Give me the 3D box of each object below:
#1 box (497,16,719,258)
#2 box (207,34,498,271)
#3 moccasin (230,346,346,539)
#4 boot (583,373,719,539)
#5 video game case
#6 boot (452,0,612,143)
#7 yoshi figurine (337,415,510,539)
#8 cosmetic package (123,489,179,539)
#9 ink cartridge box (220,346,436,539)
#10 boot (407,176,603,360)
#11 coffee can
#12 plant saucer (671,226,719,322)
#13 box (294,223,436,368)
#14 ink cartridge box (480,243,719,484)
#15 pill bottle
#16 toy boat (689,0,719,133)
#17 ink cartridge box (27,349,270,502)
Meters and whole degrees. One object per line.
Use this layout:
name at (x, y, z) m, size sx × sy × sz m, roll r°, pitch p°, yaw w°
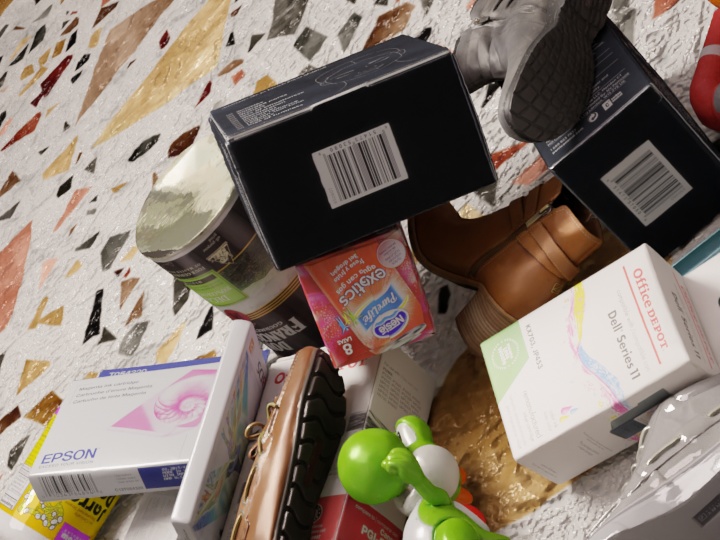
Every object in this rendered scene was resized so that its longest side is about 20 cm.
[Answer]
box at (0.210, -0.126, 1.329) m, size 0.107 × 0.148 × 0.200 m, roll -41°, pitch 35°, yaw 14°
box at (-0.013, -0.107, 1.348) m, size 0.200 × 0.124 × 0.197 m, roll -22°, pitch 16°, yaw -4°
moccasin at (-0.063, 0.157, 1.306) m, size 0.078 × 0.074 × 0.202 m, roll -4°, pitch 64°, yaw 34°
boot at (0.219, 0.155, 1.129) m, size 0.200 × 0.074 × 0.096 m, roll -37°, pitch 29°, yaw 5°
video game case at (-0.114, 0.175, 1.413) m, size 0.022 × 0.182 × 0.200 m, roll 7°, pitch 57°, yaw 13°
boot at (0.125, -0.164, 1.283) m, size 0.131 × 0.070 × 0.200 m, roll -17°, pitch 35°, yaw 44°
yoshi figurine at (0.037, 0.195, 1.240) m, size 0.112 × 0.112 × 0.200 m, roll -35°, pitch 41°, yaw 12°
cosmetic package at (-0.183, 0.263, 1.508) m, size 0.082 × 0.051 × 0.200 m, roll -2°, pitch 56°, yaw 45°
ink cartridge box at (-0.027, 0.172, 1.381) m, size 0.147 × 0.083 × 0.200 m, roll -16°, pitch 47°, yaw 40°
boot at (0.125, -0.037, 1.383) m, size 0.155 × 0.077 × 0.200 m, roll -50°, pitch 36°, yaw 26°
coffee can at (-0.099, -0.021, 1.545) m, size 0.146 × 0.200 × 0.147 m, roll -31°, pitch 38°, yaw 28°
plant saucer at (0.254, 0.025, 1.249) m, size 0.200 × 0.019 × 0.070 m, roll -41°, pitch 34°, yaw 17°
box at (0.000, 0.000, 1.390) m, size 0.095 × 0.100 × 0.200 m, roll -20°, pitch 15°, yaw 2°
ink cartridge box at (0.200, 0.063, 1.203) m, size 0.200 × 0.067 × 0.117 m, roll -34°, pitch 48°, yaw 22°
pill bottle at (-0.313, 0.240, 1.636) m, size 0.104 × 0.104 × 0.200 m, roll 13°, pitch 68°, yaw 54°
toy boat at (0.326, -0.216, 1.292) m, size 0.130 × 0.131 × 0.200 m, roll -7°, pitch 53°, yaw 46°
ink cartridge box at (-0.202, 0.137, 1.542) m, size 0.196 × 0.043 × 0.200 m, roll -8°, pitch 35°, yaw 16°
